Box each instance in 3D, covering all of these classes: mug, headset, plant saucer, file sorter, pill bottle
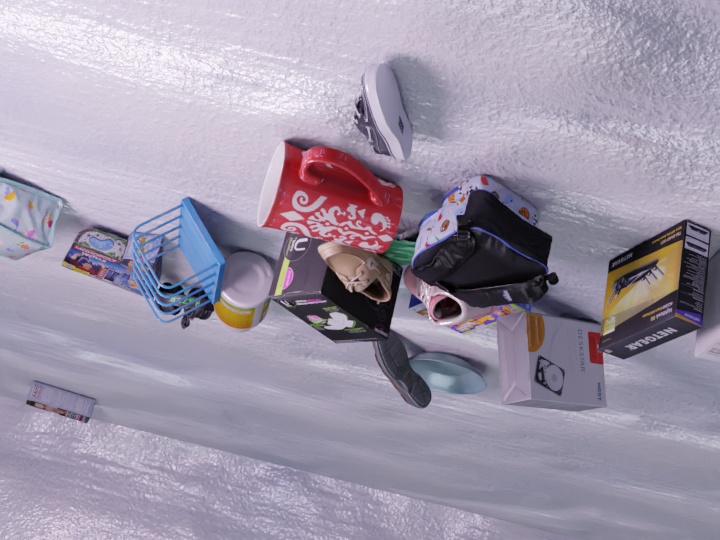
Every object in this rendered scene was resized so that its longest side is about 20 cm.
[{"bbox_3d":[-0.039,-0.102,1.631,0.198,0.135,0.177,16,178,-16],"label":"mug"},{"bbox_3d":[-0.365,0.078,2.255,0.122,0.095,0.200,9,178,-7],"label":"headset"},{"bbox_3d":[0.178,0.215,2.347,0.198,0.039,0.201,12,156,5],"label":"plant saucer"},{"bbox_3d":[-0.332,-0.009,1.944,0.140,0.122,0.200,57,159,12],"label":"file sorter"},{"bbox_3d":[-0.229,0.051,2.109,0.110,0.112,0.200,15,156,-4],"label":"pill bottle"}]

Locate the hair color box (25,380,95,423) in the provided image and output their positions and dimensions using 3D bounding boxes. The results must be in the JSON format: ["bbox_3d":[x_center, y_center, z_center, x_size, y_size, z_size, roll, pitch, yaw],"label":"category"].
[{"bbox_3d":[-0.923,0.406,3.342,0.198,0.061,0.099,20,156,-13],"label":"hair color box"}]

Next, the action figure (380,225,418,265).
[{"bbox_3d":[0.098,-0.040,1.803,0.197,0.055,0.118,8,158,4],"label":"action figure"}]

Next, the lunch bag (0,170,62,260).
[{"bbox_3d":[-0.679,-0.106,1.996,0.199,0.123,0.169,24,156,-35],"label":"lunch bag"}]

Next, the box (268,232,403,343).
[{"bbox_3d":[-0.040,0.020,1.891,0.123,0.150,0.200,-6,150,37],"label":"box"}]

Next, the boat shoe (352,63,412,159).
[{"bbox_3d":[0.020,-0.211,1.454,0.067,0.073,0.200,5,162,16],"label":"boat shoe"}]

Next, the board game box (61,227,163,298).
[{"bbox_3d":[-0.466,-0.029,2.124,0.198,0.062,0.200,22,154,-18],"label":"board game box"}]

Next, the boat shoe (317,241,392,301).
[{"bbox_3d":[0.000,0.000,1.767,0.071,0.065,0.199,-18,156,27],"label":"boat shoe"}]

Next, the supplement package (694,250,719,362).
[{"bbox_3d":[0.602,0.043,1.589,0.149,0.153,0.200,13,157,-1],"label":"supplement package"}]

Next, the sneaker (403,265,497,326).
[{"bbox_3d":[0.128,0.037,1.842,0.199,0.076,0.104,21,-151,40],"label":"sneaker"}]

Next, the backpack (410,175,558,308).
[{"bbox_3d":[0.173,-0.040,1.641,0.199,0.155,0.190,34,140,-25],"label":"backpack"}]

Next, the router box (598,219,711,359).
[{"bbox_3d":[0.444,0.033,1.648,0.052,0.159,0.200,19,155,-15],"label":"router box"}]

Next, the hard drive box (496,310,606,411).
[{"bbox_3d":[0.342,0.165,1.942,0.198,0.158,0.076,9,162,-37],"label":"hard drive box"}]

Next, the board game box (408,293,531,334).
[{"bbox_3d":[0.198,0.053,1.966,0.133,0.045,0.199,25,154,-24],"label":"board game box"}]

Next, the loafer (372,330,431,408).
[{"bbox_3d":[0.073,0.209,2.278,0.063,0.072,0.201,-11,116,53],"label":"loafer"}]
